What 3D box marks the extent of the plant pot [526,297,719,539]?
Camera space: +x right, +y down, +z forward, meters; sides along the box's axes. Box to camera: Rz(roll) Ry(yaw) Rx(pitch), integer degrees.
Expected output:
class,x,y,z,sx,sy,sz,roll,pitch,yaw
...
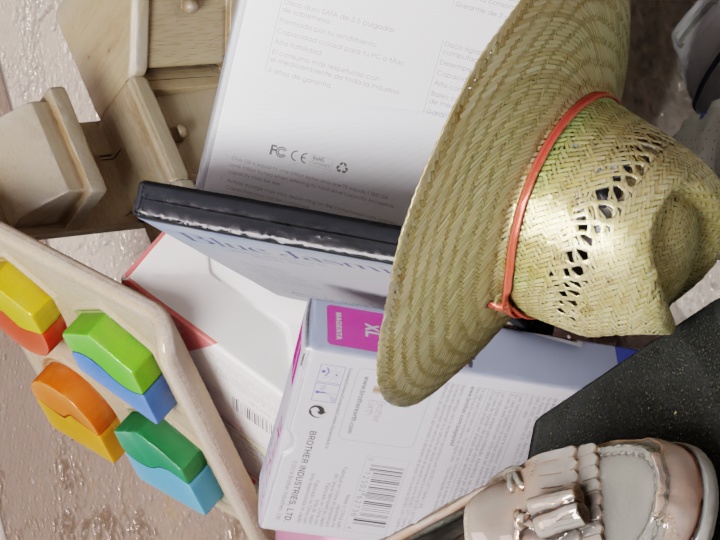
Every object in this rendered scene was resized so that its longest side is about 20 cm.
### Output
class,x,y,z,sx,sy,sz,roll,pitch,yaw
plant pot,0.171,0.120,0.841,0.200,0.198,0.179,-41,51,48

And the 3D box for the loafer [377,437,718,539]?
class,x,y,z,sx,sy,sz,roll,pitch,yaw
loafer,0.052,0.112,0.809,0.200,0.062,0.072,-38,41,50

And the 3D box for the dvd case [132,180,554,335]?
class,x,y,z,sx,sy,sz,roll,pitch,yaw
dvd case,0.000,0.000,0.940,0.141,0.200,0.018,11,83,17

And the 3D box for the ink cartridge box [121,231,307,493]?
class,x,y,z,sx,sy,sz,roll,pitch,yaw
ink cartridge box,-0.057,0.057,1.145,0.116,0.068,0.200,35,157,14

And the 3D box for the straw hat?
class,x,y,z,sx,sy,sz,roll,pitch,yaw
straw hat,0.089,-0.016,0.797,0.085,0.201,0.202,27,120,18

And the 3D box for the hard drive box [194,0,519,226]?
class,x,y,z,sx,sy,sz,roll,pitch,yaw
hard drive box,0.028,-0.117,0.904,0.077,0.154,0.201,-83,8,-64

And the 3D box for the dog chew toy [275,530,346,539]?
class,x,y,z,sx,sy,sz,roll,pitch,yaw
dog chew toy,0.034,0.181,1.083,0.124,0.124,0.202,-17,91,52

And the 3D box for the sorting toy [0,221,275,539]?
class,x,y,z,sx,sy,sz,roll,pitch,yaw
sorting toy,-0.138,0.055,1.139,0.199,0.036,0.186,30,154,37

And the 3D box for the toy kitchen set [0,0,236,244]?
class,x,y,z,sx,sy,sz,roll,pitch,yaw
toy kitchen set,-0.104,-0.108,1.165,0.181,0.162,0.201,-47,60,45

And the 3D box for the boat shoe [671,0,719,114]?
class,x,y,z,sx,sy,sz,roll,pitch,yaw
boat shoe,0.183,-0.144,0.868,0.087,0.074,0.202,65,149,25

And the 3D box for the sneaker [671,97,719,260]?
class,x,y,z,sx,sy,sz,roll,pitch,yaw
sneaker,0.171,-0.059,0.824,0.199,0.080,0.116,-171,85,-71

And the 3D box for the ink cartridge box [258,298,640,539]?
class,x,y,z,sx,sy,sz,roll,pitch,yaw
ink cartridge box,0.060,0.080,0.979,0.042,0.198,0.120,-88,11,-48
